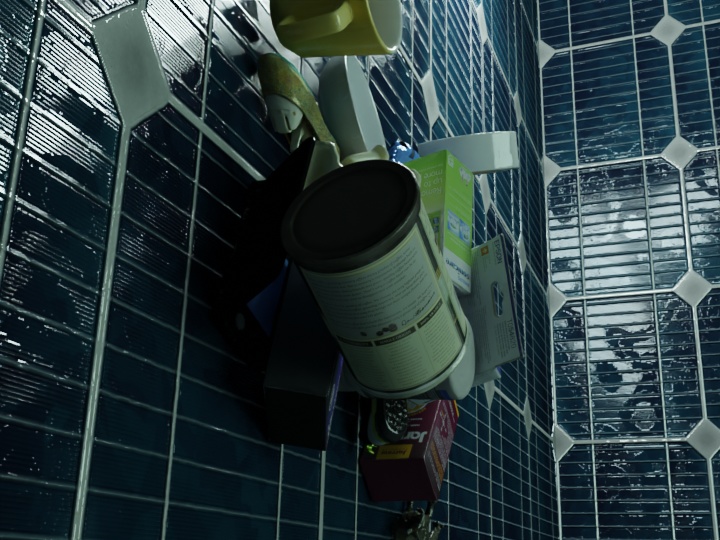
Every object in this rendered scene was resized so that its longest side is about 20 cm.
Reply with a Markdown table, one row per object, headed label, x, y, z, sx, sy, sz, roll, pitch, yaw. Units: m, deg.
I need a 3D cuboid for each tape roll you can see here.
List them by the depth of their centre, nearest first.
| label | x | y | z | sx | sy | sz | roll | pitch | yaw |
| --- | --- | --- | --- | --- | --- | --- | --- | --- | --- |
| tape roll | 0.213 | -0.224 | 1.743 | 0.202 | 0.198 | 0.073 | -14 | 98 | -69 |

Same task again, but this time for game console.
| label | x | y | z | sx | sy | sz | roll | pitch | yaw |
| --- | --- | --- | --- | --- | --- | --- | --- | --- | --- |
| game console | -0.087 | -0.015 | 1.006 | 0.177 | 0.114 | 0.203 | 62 | 30 | -45 |

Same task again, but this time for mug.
| label | x | y | z | sx | sy | sz | roll | pitch | yaw |
| --- | --- | --- | --- | --- | --- | --- | --- | --- | --- |
| mug | -0.044 | -0.352 | 1.155 | 0.186 | 0.150 | 0.154 | 7 | 79 | -68 |

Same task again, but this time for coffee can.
| label | x | y | z | sx | sy | sz | roll | pitch | yaw |
| --- | --- | --- | --- | --- | --- | --- | --- | --- | --- |
| coffee can | 0.020 | 0.012 | 0.914 | 0.148 | 0.143 | 0.202 | -74 | 149 | -44 |

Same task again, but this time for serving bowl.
| label | x | y | z | sx | sy | sz | roll | pitch | yaw |
| --- | --- | --- | --- | --- | --- | --- | --- | --- | --- |
| serving bowl | -0.017 | -0.215 | 1.291 | 0.200 | 0.064 | 0.205 | -15 | 91 | -78 |

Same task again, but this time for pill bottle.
| label | x | y | z | sx | sy | sz | roll | pitch | yaw |
| --- | --- | --- | --- | --- | --- | --- | --- | --- | --- |
| pill bottle | 0.049 | 0.117 | 1.210 | 0.113 | 0.196 | 0.117 | -3 | 90 | -65 |

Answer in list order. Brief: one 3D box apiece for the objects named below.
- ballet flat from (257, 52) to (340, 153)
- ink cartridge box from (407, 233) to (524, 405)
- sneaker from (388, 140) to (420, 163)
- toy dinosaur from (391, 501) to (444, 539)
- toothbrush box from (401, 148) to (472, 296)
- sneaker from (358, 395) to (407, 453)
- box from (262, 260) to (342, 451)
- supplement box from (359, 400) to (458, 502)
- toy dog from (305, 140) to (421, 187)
| label | x | y | z | sx | sy | sz | roll | pitch | yaw |
| --- | --- | --- | --- | --- | --- | --- | --- | --- | --- |
| ballet flat | -0.082 | -0.190 | 1.144 | 0.201 | 0.069 | 0.072 | 57 | 34 | -51 |
| ink cartridge box | 0.147 | 0.073 | 1.292 | 0.040 | 0.197 | 0.204 | 30 | 46 | -44 |
| sneaker | 0.054 | -0.171 | 1.512 | 0.080 | 0.065 | 0.200 | 62 | 27 | -11 |
| toy dinosaur | 0.097 | 0.443 | 1.472 | 0.103 | 0.075 | 0.203 | -61 | 147 | -38 |
| toothbrush box | 0.087 | -0.058 | 1.324 | 0.086 | 0.143 | 0.205 | 30 | 56 | -46 |
| sneaker | 0.023 | 0.170 | 1.322 | 0.071 | 0.082 | 0.204 | 30 | 49 | -31 |
| box | -0.057 | 0.087 | 1.051 | 0.142 | 0.077 | 0.204 | 89 | 10 | -55 |
| supplement box | 0.081 | 0.262 | 1.393 | 0.201 | 0.108 | 0.087 | -64 | 142 | -55 |
| toy dog | 0.009 | -0.067 | 1.181 | 0.199 | 0.137 | 0.198 | -7 | 118 | -66 |
